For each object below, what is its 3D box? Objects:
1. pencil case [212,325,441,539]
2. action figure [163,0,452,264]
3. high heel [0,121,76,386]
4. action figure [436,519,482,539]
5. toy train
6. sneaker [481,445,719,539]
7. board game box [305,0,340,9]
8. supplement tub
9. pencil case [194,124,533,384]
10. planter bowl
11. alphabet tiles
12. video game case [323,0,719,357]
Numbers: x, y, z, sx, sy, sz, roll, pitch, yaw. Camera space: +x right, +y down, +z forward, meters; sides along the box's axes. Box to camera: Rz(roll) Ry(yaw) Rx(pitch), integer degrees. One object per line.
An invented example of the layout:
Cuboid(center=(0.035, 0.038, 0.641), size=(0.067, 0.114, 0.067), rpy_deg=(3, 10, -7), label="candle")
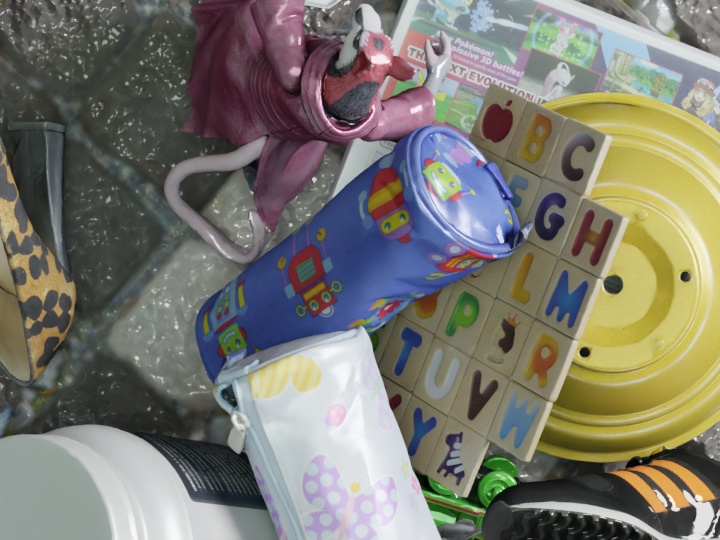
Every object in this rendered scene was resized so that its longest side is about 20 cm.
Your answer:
Cuboid(center=(-0.007, 0.128, 1.478), size=(0.083, 0.091, 0.201), rpy_deg=(-18, 94, 31), label="pencil case")
Cuboid(center=(-0.037, -0.094, 1.504), size=(0.134, 0.200, 0.149), rpy_deg=(37, 78, -18), label="action figure")
Cuboid(center=(-0.218, -0.010, 1.526), size=(0.071, 0.200, 0.143), rpy_deg=(0, 89, 35), label="high heel")
Cuboid(center=(0.062, 0.208, 1.568), size=(0.069, 0.130, 0.200), rpy_deg=(-38, 97, -23), label="action figure")
Cuboid(center=(0.061, 0.129, 1.601), size=(0.199, 0.042, 0.057), rpy_deg=(17, 103, 0), label="toy train")
Cuboid(center=(0.148, 0.131, 1.552), size=(0.199, 0.090, 0.070), rpy_deg=(10, 128, -22), label="sneaker")
Cuboid(center=(-0.090, -0.257, 1.589), size=(0.199, 0.026, 0.201), rpy_deg=(10, 93, -1), label="board game box")
Cuboid(center=(-0.115, 0.154, 1.507), size=(0.140, 0.200, 0.141), rpy_deg=(-6, 79, 32), label="supplement tub")
Cuboid(center=(0.000, 0.000, 1.534), size=(0.200, 0.087, 0.078), rpy_deg=(-37, 72, 38), label="pencil case")
Cuboid(center=(0.131, 0.006, 1.549), size=(0.199, 0.083, 0.201), rpy_deg=(0, 93, 1), label="planter bowl")
Cuboid(center=(0.062, 0.009, 1.525), size=(0.006, 0.166, 0.201), rpy_deg=(16, 99, -39), label="alphabet tiles")
Cuboid(center=(0.095, -0.058, 1.600), size=(0.199, 0.023, 0.183), rpy_deg=(21, 93, 0), label="video game case")
